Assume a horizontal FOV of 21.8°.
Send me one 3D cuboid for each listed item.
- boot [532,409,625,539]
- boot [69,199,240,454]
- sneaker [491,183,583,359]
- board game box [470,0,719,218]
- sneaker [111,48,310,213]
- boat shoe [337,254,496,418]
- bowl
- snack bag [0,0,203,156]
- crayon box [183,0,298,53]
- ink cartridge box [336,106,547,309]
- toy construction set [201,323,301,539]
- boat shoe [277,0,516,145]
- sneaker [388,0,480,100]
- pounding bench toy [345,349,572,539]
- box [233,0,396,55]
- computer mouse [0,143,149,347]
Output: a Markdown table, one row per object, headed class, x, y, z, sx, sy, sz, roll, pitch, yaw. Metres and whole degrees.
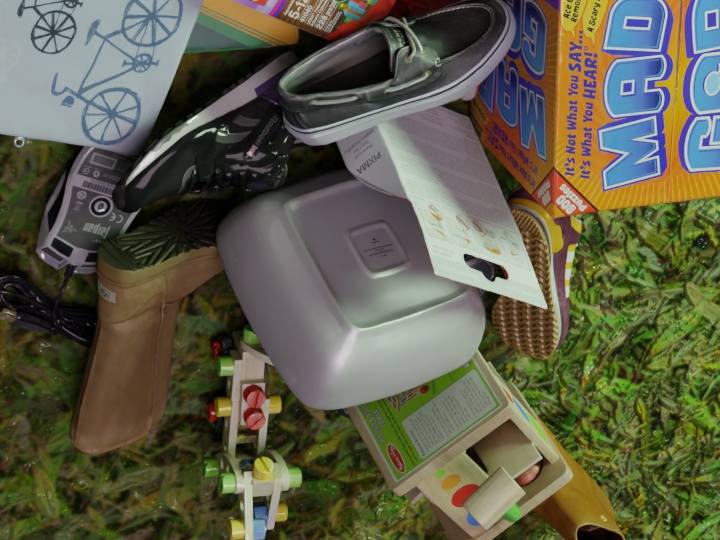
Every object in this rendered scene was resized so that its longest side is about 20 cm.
| class | x | y | z | sx | sy | sz | roll | pitch | yaw |
| --- | --- | --- | --- | --- | --- | --- | --- | --- | --- |
| boot | 0.173 | 0.197 | 1.741 | 0.201 | 0.144 | 0.071 | 37 | 99 | -29 |
| boot | -0.169 | 0.046 | 1.603 | 0.175 | 0.066 | 0.200 | -18 | 136 | -35 |
| sneaker | 0.167 | -0.006 | 1.680 | 0.090 | 0.075 | 0.200 | -51 | 153 | -33 |
| board game box | 0.216 | -0.183 | 1.531 | 0.199 | 0.200 | 0.200 | -8 | 117 | -15 |
| sneaker | -0.104 | -0.093 | 1.500 | 0.200 | 0.076 | 0.088 | -38 | 91 | -22 |
| boat shoe | 0.048 | 0.054 | 1.677 | 0.200 | 0.062 | 0.075 | -39 | 119 | 3 |
| bowl | 0.000 | 0.000 | 1.538 | 0.200 | 0.200 | 0.075 | -17 | 158 | -32 |
| snack bag | -0.222 | -0.176 | 1.412 | 0.200 | 0.021 | 0.189 | 6 | 122 | -35 |
| crayon box | -0.109 | -0.275 | 1.464 | 0.119 | 0.058 | 0.200 | -6 | 118 | -15 |
| ink cartridge box | 0.061 | -0.056 | 1.524 | 0.047 | 0.200 | 0.160 | -36 | 149 | 28 |
| toy construction set | -0.087 | 0.125 | 1.630 | 0.092 | 0.131 | 0.200 | 12 | 111 | -23 |
| boat shoe | 0.029 | -0.161 | 1.451 | 0.200 | 0.072 | 0.071 | -29 | 153 | -1 |
| sneaker | 0.043 | -0.214 | 1.519 | 0.115 | 0.078 | 0.200 | -9 | 130 | -11 |
| pounding bench toy | 0.102 | 0.172 | 1.617 | 0.124 | 0.200 | 0.156 | -37 | 135 | 6 |
| box | -0.007 | -0.277 | 1.431 | 0.137 | 0.039 | 0.200 | 18 | 113 | -34 |
| computer mouse | -0.231 | -0.034 | 1.557 | 0.110 | 0.044 | 0.200 | 19 | 112 | -27 |
